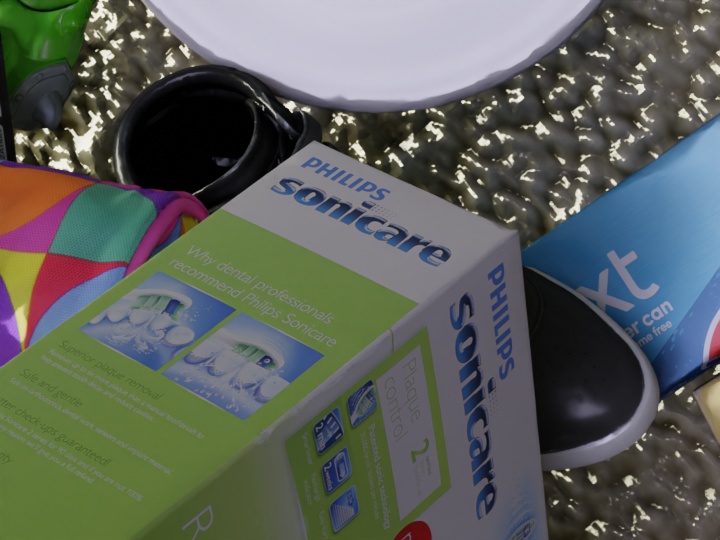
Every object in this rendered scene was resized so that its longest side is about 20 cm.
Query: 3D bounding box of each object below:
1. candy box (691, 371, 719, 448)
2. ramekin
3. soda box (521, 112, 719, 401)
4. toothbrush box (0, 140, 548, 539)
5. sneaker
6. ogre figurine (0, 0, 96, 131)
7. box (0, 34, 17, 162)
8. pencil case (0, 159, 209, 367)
[{"bbox_3d":[0.224,0.042,0.829,0.199,0.056,0.117,-31,85,22],"label":"candy box"},{"bbox_3d":[0.008,-0.155,0.853,0.201,0.094,0.204,0,94,8],"label":"ramekin"},{"bbox_3d":[0.127,-0.014,0.854,0.200,0.064,0.068,-36,83,21],"label":"soda box"},{"bbox_3d":[-0.042,0.082,0.715,0.086,0.200,0.146,24,137,35],"label":"toothbrush box"},{"bbox_3d":[0.000,0.000,0.811,0.199,0.099,0.071,26,77,21],"label":"sneaker"},{"bbox_3d":[-0.169,-0.109,0.940,0.199,0.098,0.121,2,85,9],"label":"ogre figurine"},{"bbox_3d":[-0.190,0.011,0.876,0.157,0.050,0.201,-5,94,21],"label":"box"},{"bbox_3d":[-0.141,0.006,0.784,0.199,0.088,0.089,6,98,21],"label":"pencil case"}]
